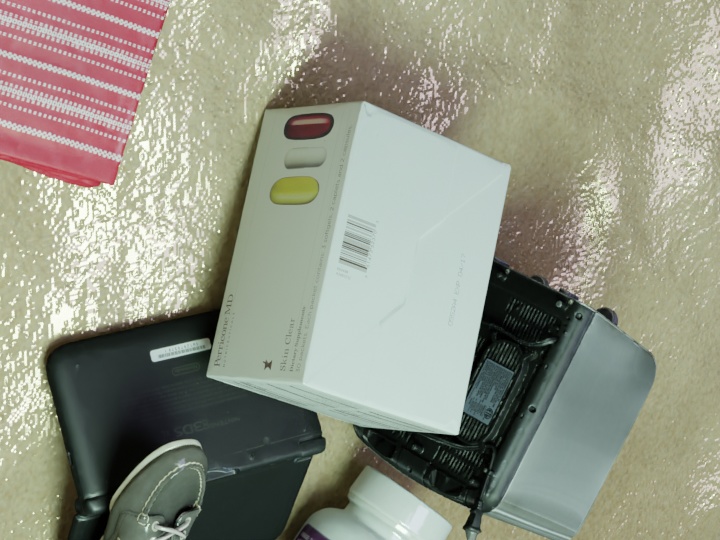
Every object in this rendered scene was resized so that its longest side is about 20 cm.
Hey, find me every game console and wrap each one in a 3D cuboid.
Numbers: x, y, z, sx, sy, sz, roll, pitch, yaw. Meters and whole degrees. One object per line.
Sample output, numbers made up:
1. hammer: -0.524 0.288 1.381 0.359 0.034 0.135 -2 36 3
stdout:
1. game console: -0.139 0.131 1.592 0.199 0.116 0.177 -13 84 -33

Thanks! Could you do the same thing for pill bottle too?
1. pill bottle: -0.018 0.254 1.666 0.112 0.112 0.201 40 83 -39

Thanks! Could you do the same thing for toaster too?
1. toaster: 0.104 0.098 1.654 0.118 0.180 0.201 27 89 -41

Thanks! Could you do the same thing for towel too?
1. towel: -0.198 -0.162 1.436 0.144 0.022 0.201 14 96 -37

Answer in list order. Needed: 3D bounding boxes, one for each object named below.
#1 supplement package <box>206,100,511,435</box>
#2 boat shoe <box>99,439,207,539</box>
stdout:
1. supplement package: 0.000 0.000 1.553 0.155 0.110 0.202 21 76 -39
2. boat shoe: -0.151 0.197 1.508 0.067 0.057 0.200 -2 140 -43
